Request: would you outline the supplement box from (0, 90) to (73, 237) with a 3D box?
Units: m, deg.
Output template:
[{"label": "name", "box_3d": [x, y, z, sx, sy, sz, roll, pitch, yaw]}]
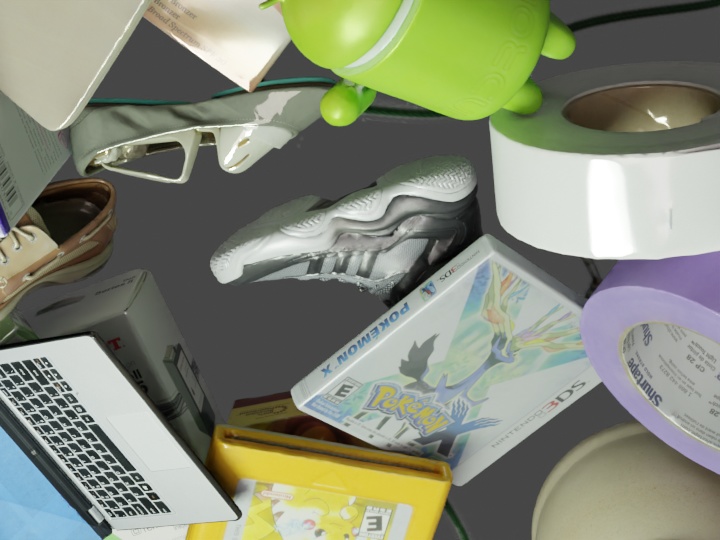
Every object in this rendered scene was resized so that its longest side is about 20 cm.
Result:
[{"label": "supplement box", "box_3d": [-0.273, -0.087, 1.276, 0.103, 0.200, 0.101, -17, 108, 14]}]

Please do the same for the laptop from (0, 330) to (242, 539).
[{"label": "laptop", "box_3d": [-0.224, 0.155, 1.297, 0.200, 0.116, 0.187, -10, 129, 36]}]

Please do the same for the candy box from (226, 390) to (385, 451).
[{"label": "candy box", "box_3d": [-0.020, 0.186, 1.438, 0.117, 0.056, 0.200, -11, 109, 10]}]

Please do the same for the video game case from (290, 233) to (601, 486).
[{"label": "video game case", "box_3d": [0.079, 0.070, 1.339, 0.182, 0.022, 0.200, -39, 138, 19]}]

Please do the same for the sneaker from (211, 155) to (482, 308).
[{"label": "sneaker", "box_3d": [0.000, 0.000, 1.340, 0.200, 0.075, 0.114, -19, 106, 11]}]

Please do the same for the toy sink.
[{"label": "toy sink", "box_3d": [-0.213, -0.205, 1.247, 0.200, 0.112, 0.130, 40, 112, 10]}]

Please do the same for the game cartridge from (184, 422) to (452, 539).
[{"label": "game cartridge", "box_3d": [-0.042, 0.214, 1.386, 0.176, 0.032, 0.200, 10, 116, -10]}]

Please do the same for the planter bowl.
[{"label": "planter bowl", "box_3d": [0.225, 0.225, 1.385, 0.200, 0.135, 0.200, 2, 112, 5]}]

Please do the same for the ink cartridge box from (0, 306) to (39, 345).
[{"label": "ink cartridge box", "box_3d": [-0.345, 0.062, 1.363, 0.200, 0.048, 0.146, -41, 65, 2]}]

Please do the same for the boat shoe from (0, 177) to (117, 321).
[{"label": "boat shoe", "box_3d": [-0.246, -0.018, 1.308, 0.076, 0.200, 0.072, 40, 131, 15]}]

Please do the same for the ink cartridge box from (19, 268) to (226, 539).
[{"label": "ink cartridge box", "box_3d": [-0.187, 0.119, 1.413, 0.145, 0.084, 0.200, -20, 109, 14]}]

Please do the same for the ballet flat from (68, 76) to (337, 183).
[{"label": "ballet flat", "box_3d": [-0.107, -0.094, 1.324, 0.200, 0.067, 0.064, -4, 81, 13]}]

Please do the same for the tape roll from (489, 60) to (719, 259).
[{"label": "tape roll", "box_3d": [0.186, -0.075, 1.230, 0.202, 0.202, 0.071, -3, 112, 8]}]

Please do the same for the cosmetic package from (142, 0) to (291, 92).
[{"label": "cosmetic package", "box_3d": [-0.049, -0.231, 1.253, 0.103, 0.087, 0.200, 34, 111, -7]}]

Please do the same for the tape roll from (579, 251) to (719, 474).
[{"label": "tape roll", "box_3d": [0.254, 0.053, 1.275, 0.200, 0.200, 0.085, 45, 66, -12]}]

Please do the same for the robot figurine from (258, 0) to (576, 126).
[{"label": "robot figurine", "box_3d": [0.037, -0.165, 1.185, 0.200, 0.116, 0.175, 17, 114, -32]}]
